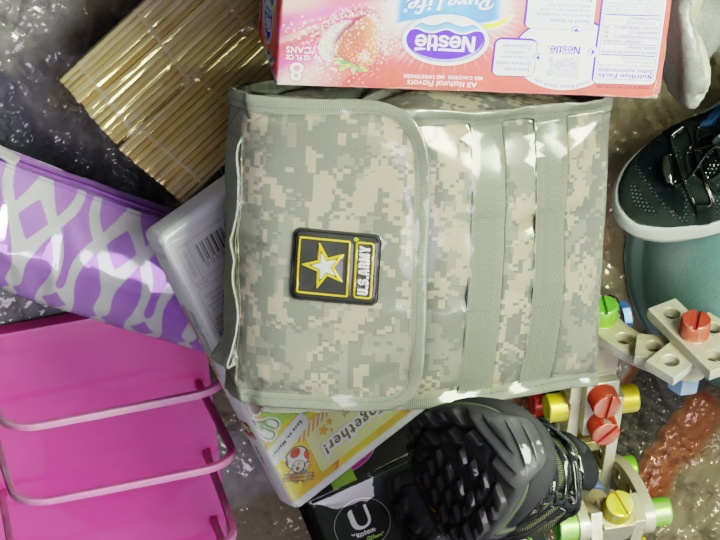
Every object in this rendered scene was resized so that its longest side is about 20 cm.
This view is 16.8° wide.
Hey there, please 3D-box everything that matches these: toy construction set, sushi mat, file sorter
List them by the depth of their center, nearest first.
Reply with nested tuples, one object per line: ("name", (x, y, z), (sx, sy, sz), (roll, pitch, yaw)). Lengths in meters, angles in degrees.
("sushi mat", (-0.059, -0.134, 1.300), (0.200, 0.012, 0.096), (-44, 88, -9))
("file sorter", (-0.138, 0.138, 1.390), (0.138, 0.125, 0.201), (-10, 115, -12))
("toy construction set", (0.151, 0.090, 1.446), (0.092, 0.131, 0.201), (6, 126, -20))

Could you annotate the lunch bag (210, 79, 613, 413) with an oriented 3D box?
("lunch bag", (0.021, -0.017, 1.252), (0.199, 0.117, 0.165), (-6, 107, -26))

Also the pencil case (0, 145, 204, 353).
("pencil case", (-0.150, -0.020, 1.324), (0.199, 0.084, 0.086), (19, 113, -10))

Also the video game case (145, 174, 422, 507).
("video game case", (0.000, 0.000, 1.324), (0.200, 0.023, 0.183), (-37, 118, -22))

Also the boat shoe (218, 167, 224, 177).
("boat shoe", (-0.052, -0.089, 1.352), (0.084, 0.069, 0.201), (-28, 117, -4))

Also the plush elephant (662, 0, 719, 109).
("plush elephant", (0.201, -0.168, 1.348), (0.199, 0.165, 0.156), (5, 118, -18))

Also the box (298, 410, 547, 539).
("box", (0.038, 0.159, 1.439), (0.124, 0.149, 0.201), (-23, 117, -6))

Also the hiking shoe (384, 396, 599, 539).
("hiking shoe", (0.077, 0.100, 1.258), (0.100, 0.200, 0.076), (-21, 79, -17))

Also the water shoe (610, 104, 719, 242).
("water shoe", (0.228, -0.081, 1.369), (0.199, 0.072, 0.079), (-22, 151, 13))

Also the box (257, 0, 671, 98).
("box", (0.052, -0.150, 1.228), (0.199, 0.095, 0.103), (1, 112, -9))

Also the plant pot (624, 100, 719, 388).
("plant pot", (0.275, 0.002, 1.453), (0.199, 0.134, 0.201), (-6, 114, -15))
